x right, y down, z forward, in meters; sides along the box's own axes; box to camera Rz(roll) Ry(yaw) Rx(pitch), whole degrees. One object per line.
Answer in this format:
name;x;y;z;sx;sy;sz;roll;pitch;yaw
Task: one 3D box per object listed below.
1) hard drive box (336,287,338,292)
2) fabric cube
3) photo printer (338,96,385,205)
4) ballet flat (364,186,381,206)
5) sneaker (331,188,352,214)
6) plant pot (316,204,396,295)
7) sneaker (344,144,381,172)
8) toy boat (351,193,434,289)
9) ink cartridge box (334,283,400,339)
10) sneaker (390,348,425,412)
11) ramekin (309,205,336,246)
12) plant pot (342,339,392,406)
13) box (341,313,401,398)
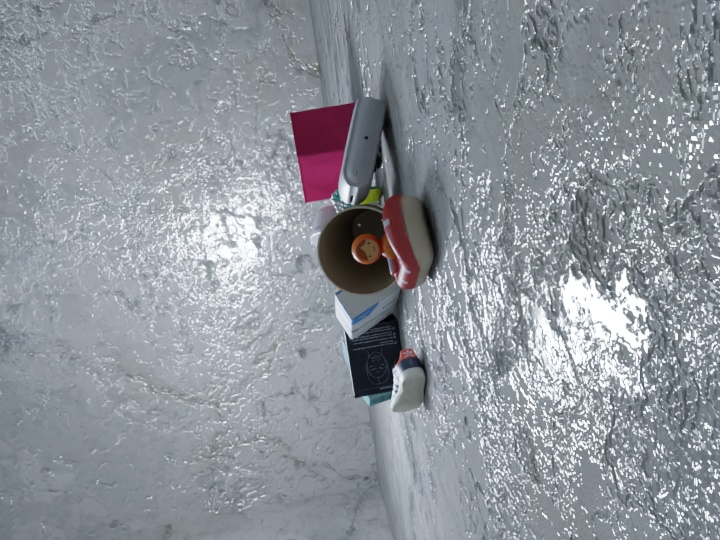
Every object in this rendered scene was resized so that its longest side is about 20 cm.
hard drive box;0.000;0.000;1.716;0.156;0.076;0.201;-108;32;-58
fabric cube;-0.091;-0.348;1.810;0.197;0.198;0.201;85;174;-54
photo printer;0.000;-0.240;1.290;0.166;0.069;0.202;120;162;-84
ballet flat;0.025;-0.177;1.557;0.200;0.066;0.068;-76;-30;-84
sneaker;-0.032;-0.171;1.648;0.201;0.077;0.092;97;-169;-55
plant pot;0.013;-0.067;1.326;0.200;0.186;0.189;-70;-27;-71
sneaker;0.005;-0.271;1.502;0.201;0.075;0.116;95;167;-64
toy boat;0.049;-0.043;1.042;0.200;0.130;0.131;92;168;-69
ink cartridge box;0.015;0.081;1.540;0.084;0.145;0.200;53;168;15
sneaker;0.103;0.247;1.373;0.201;0.074;0.085;102;160;-50
ramekin;-0.057;-0.134;1.911;0.202;0.201;0.095;96;176;-74
plant pot;0.038;0.318;1.953;0.142;0.140;0.201;90;163;-64
box;0.036;0.232;1.692;0.107;0.147;0.202;-122;23;-80
